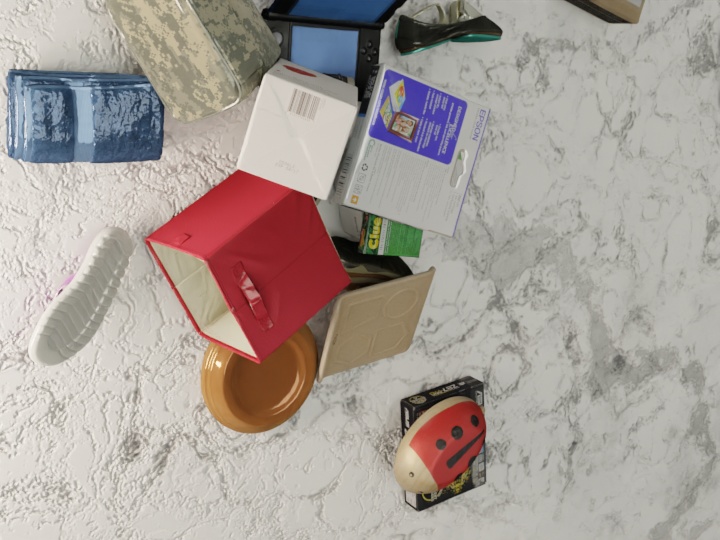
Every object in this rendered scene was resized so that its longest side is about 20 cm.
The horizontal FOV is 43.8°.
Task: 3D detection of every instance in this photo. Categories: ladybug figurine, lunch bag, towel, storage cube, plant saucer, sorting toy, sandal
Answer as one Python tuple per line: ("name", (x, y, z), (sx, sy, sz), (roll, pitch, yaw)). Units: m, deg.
("ladybug figurine", (0.145, 0.299, 1.513), (0.199, 0.072, 0.137), (-42, 120, -17))
("lunch bag", (-0.194, -0.309, 1.123), (0.202, 0.137, 0.169), (58, 41, -24))
("towel", (-0.340, -0.191, 1.121), (0.196, 0.048, 0.114), (-5, 107, -33))
("storage cube", (-0.152, -0.014, 1.212), (0.179, 0.198, 0.173), (-40, 121, -25))
("plant saucer", (-0.146, 0.154, 1.358), (0.197, 0.037, 0.205), (-11, 110, -31))
("sorting toy", (0.020, 0.081, 1.413), (0.197, 0.037, 0.187), (-18, 142, -31))
("sandal", (-0.367, 0.034, 1.172), (0.205, 0.049, 0.083), (-59, 142, -21))

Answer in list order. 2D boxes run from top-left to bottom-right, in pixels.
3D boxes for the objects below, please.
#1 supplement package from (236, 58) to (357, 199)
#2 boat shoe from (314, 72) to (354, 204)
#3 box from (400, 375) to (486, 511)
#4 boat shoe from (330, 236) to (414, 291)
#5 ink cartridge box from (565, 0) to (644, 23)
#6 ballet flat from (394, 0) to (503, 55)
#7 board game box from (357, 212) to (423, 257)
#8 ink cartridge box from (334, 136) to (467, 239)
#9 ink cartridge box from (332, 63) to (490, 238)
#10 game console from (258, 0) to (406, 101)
("supplement package", (-0.075, -0.187, 1.145), (0.119, 0.201, 0.122), (18, 107, -6))
("boat shoe", (-0.065, -0.187, 1.291), (0.061, 0.073, 0.204), (11, 111, -19))
("box", (0.148, 0.307, 1.590), (0.158, 0.049, 0.205), (-13, 109, -32))
("boat shoe", (0.000, 0.000, 1.397), (0.198, 0.076, 0.074), (13, 124, -44))
("ink cartridge box", (0.426, -0.542, 1.516), (0.162, 0.075, 0.205), (10, 99, -36))
("ballet flat", (0.139, -0.379, 1.378), (0.197, 0.068, 0.070), (-16, 104, -29))
("board game box", (0.057, -0.123, 1.317), (0.103, 0.023, 0.205), (3, 101, -35))
("ink cartridge box", (0.058, -0.148, 1.376), (0.197, 0.084, 0.149), (-22, 114, -26))
("ink cartridge box", (0.075, -0.166, 1.278), (0.197, 0.043, 0.203), (15, 95, -30))
("game console", (-0.030, -0.322, 1.248), (0.196, 0.118, 0.175), (-4, 106, -32))
